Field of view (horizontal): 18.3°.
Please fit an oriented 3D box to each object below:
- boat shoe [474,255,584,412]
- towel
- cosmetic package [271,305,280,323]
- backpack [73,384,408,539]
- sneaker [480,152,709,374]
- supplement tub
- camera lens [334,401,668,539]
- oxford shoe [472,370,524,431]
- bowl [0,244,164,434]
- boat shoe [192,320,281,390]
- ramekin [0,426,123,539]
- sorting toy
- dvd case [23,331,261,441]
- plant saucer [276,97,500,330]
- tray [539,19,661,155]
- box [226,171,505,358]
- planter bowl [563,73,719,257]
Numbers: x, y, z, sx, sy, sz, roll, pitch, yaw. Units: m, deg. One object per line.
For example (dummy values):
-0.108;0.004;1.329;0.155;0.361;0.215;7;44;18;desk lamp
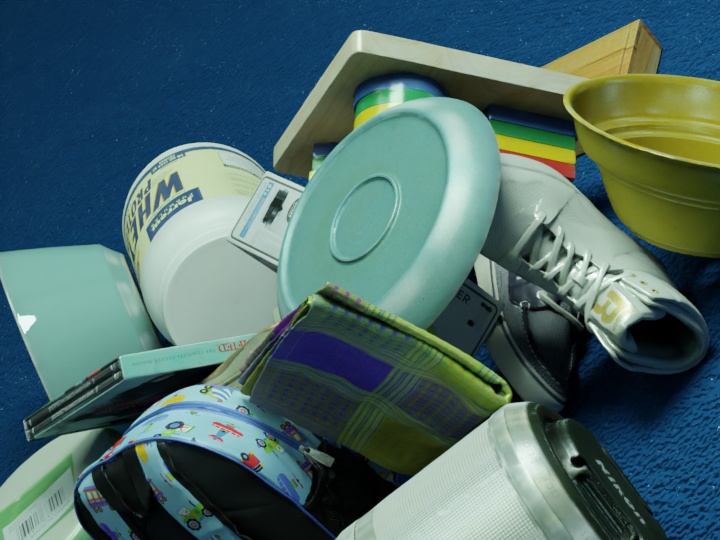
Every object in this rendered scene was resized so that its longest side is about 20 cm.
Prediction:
0.136;0.017;1.572;0.093;0.075;0.201;-39;28;17;boat shoe
0.006;0.074;1.400;0.023;0.143;0.200;-65;8;-24;towel
0.002;0.069;1.694;0.105;0.071;0.200;-39;27;9;cosmetic package
-0.086;0.157;1.530;0.182;0.200;0.135;-32;27;41;backpack
0.145;-0.003;1.454;0.074;0.199;0.116;-56;26;14;sneaker
-0.122;-0.012;1.909;0.145;0.145;0.200;-41;26;6;supplement tub
0.075;0.188;1.312;0.200;0.160;0.160;-38;26;12;camera lens
0.061;0.152;1.490;0.074;0.071;0.201;-22;34;43;oxford shoe
-0.232;0.057;1.947;0.104;0.202;0.201;-24;26;-4;bowl
-0.082;0.104;1.624;0.200;0.072;0.065;-43;59;41;boat shoe
-0.226;0.219;1.773;0.199;0.098;0.201;-34;28;20;ramekin
0.055;-0.083;1.659;0.200;0.197;0.070;131;146;-60;sorting toy
-0.155;0.087;1.690;0.145;0.022;0.200;-9;-11;-32;dvd case
0.010;-0.030;1.456;0.200;0.027;0.201;-32;41;33;plant saucer
0.147;-0.124;1.810;0.199;0.037;0.099;-25;32;36;tray
0.000;0.000;1.579;0.060;0.116;0.200;-58;31;-4;box
0.228;-0.063;1.500;0.201;0.198;0.084;-119;34;-63;planter bowl
